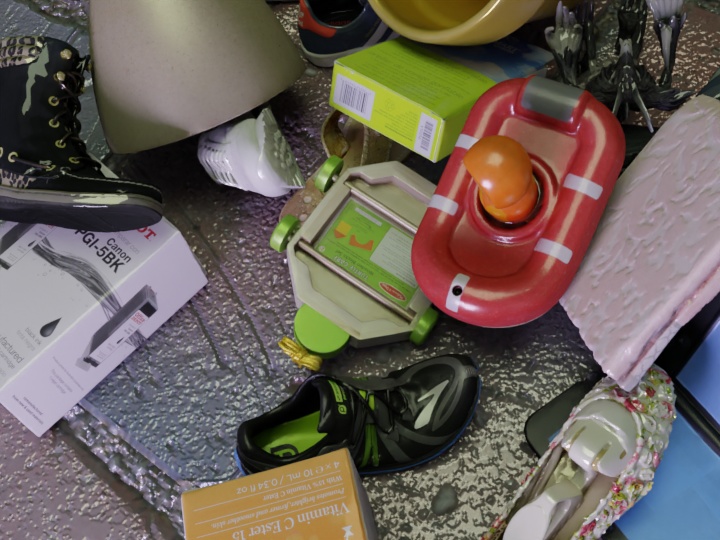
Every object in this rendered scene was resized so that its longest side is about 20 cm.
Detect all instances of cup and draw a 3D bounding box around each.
[{"bbox_3d":[-0.167,-0.215,0.874,0.198,0.145,0.201,-19,22,8],"label":"cup"}]

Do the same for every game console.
[{"bbox_3d":[0.238,0.114,0.658,0.118,0.174,0.201,-12,50,-36],"label":"game console"}]

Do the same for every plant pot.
[{"bbox_3d":[0.123,-0.303,0.871,0.188,0.202,0.201,-8,43,-47],"label":"plant pot"}]

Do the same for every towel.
[{"bbox_3d":[0.219,-0.029,0.691,0.192,0.032,0.200,-52,14,16],"label":"towel"}]

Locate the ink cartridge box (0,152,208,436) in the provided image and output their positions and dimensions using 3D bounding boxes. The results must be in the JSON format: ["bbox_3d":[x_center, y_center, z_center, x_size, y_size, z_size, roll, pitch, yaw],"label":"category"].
[{"bbox_3d":[-0.256,0.015,0.834,0.146,0.083,0.200,36,71,29],"label":"ink cartridge box"}]

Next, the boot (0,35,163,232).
[{"bbox_3d":[-0.244,-0.116,0.799,0.201,0.073,0.156,5,77,21],"label":"boot"}]

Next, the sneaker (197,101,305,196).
[{"bbox_3d":[-0.102,-0.101,0.854,0.080,0.077,0.200,-25,22,-1],"label":"sneaker"}]

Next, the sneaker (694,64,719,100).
[{"bbox_3d":[0.348,-0.180,0.859,0.199,0.071,0.082,-34,41,-14],"label":"sneaker"}]

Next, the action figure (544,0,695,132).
[{"bbox_3d":[0.217,-0.191,0.827,0.117,0.103,0.201,-7,30,10],"label":"action figure"}]

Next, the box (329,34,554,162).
[{"bbox_3d":[0.079,-0.172,0.871,0.121,0.048,0.199,32,41,25],"label":"box"}]

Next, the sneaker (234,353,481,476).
[{"bbox_3d":[-0.001,0.113,0.724,0.197,0.083,0.071,-18,57,-1],"label":"sneaker"}]

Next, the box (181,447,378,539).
[{"bbox_3d":[-0.039,0.242,0.642,0.123,0.098,0.202,-15,57,1],"label":"box"}]

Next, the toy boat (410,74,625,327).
[{"bbox_3d":[0.109,-0.059,0.720,0.129,0.131,0.202,23,86,25],"label":"toy boat"}]

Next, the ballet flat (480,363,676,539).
[{"bbox_3d":[0.146,0.146,0.650,0.075,0.064,0.201,33,90,32],"label":"ballet flat"}]

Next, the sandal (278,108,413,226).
[{"bbox_3d":[-0.005,-0.118,0.877,0.077,0.070,0.213,25,66,24],"label":"sandal"}]

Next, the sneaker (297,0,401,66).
[{"bbox_3d":[0.031,-0.270,0.957,0.197,0.085,0.076,-20,56,-2],"label":"sneaker"}]

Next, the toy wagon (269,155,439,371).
[{"bbox_3d":[0.000,0.000,0.802,0.154,0.040,0.201,33,69,9],"label":"toy wagon"}]

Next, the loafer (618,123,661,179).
[{"bbox_3d":[0.190,-0.093,0.834,0.197,0.069,0.071,2,25,15],"label":"loafer"}]
